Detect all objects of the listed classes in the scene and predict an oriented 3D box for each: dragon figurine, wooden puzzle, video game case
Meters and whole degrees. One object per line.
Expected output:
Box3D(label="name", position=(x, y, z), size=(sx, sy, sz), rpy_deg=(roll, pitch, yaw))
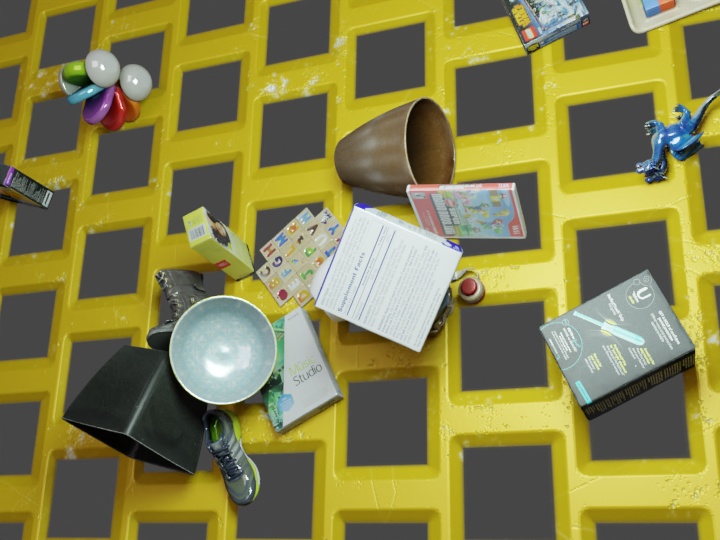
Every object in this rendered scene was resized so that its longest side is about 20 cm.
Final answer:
Box3D(label="dragon figurine", position=(0.565, -0.232, 1.506), size=(0.198, 0.059, 0.101), rpy_deg=(-28, 64, 11))
Box3D(label="wooden puzzle", position=(0.585, -0.562, 1.619), size=(0.197, 0.046, 0.188), rpy_deg=(-16, 67, 16))
Box3D(label="video game case", position=(0.194, -0.107, 1.565), size=(0.197, 0.144, 0.018), rpy_deg=(1, 56, 22))

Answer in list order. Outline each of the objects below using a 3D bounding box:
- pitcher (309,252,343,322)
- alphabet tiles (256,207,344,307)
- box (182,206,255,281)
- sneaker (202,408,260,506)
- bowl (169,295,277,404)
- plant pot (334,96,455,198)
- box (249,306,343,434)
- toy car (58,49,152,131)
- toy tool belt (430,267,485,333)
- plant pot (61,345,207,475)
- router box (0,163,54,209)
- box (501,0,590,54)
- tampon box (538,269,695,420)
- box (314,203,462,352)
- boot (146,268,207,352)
Box3D(label="pitcher", position=(0.000, 0.000, 1.592), size=(0.199, 0.172, 0.122), rpy_deg=(-41, 83, 3))
Box3D(label="alphabet tiles", position=(-0.114, -0.028, 1.739), size=(0.200, 0.006, 0.167), rpy_deg=(-42, 63, 4))
Box3D(label="box", position=(-0.276, -0.048, 1.702), size=(0.050, 0.200, 0.076), rpy_deg=(-24, 66, 9))
Box3D(label="sneaker", position=(-0.253, 0.350, 1.622), size=(0.073, 0.081, 0.202), rpy_deg=(-33, 63, 8))
Box3D(label="bowl", position=(-0.260, 0.154, 1.632), size=(0.197, 0.108, 0.204), rpy_deg=(2, 81, -10))
Box3D(label="plant pot", position=(0.053, -0.221, 1.658), size=(0.198, 0.186, 0.190), rpy_deg=(-5, 69, 35))
Box3D(label="box", position=(-0.133, 0.190, 1.654), size=(0.143, 0.036, 0.202), rpy_deg=(-32, 61, 10))
Box3D(label="toy car", position=(-0.585, -0.398, 1.956), size=(0.173, 0.199, 0.153), rpy_deg=(-7, 74, 39))
Box3D(label="toy tool belt", position=(0.120, 0.045, 1.553), size=(0.197, 0.123, 0.127), rpy_deg=(-17, 66, 15))
Box3D(label="plant pot", position=(-0.408, 0.256, 1.647), size=(0.197, 0.200, 0.180), rpy_deg=(3, 61, 36))
Box3D(label="router box", position=(-0.845, -0.209, 2.018), size=(0.197, 0.149, 0.052), rpy_deg=(13, 76, 26))
Box3D(label="box", position=(0.354, -0.544, 1.710), size=(0.135, 0.040, 0.203), rpy_deg=(-23, 65, 12))
Box3D(label="tampon box", position=(0.419, 0.125, 1.402), size=(0.198, 0.126, 0.151), rpy_deg=(-29, 64, 9))
Box3D(label="box", position=(0.048, 0.008, 1.458), size=(0.197, 0.105, 0.186), rpy_deg=(23, 101, 1))
Box3D(label="boot", position=(-0.369, 0.072, 1.715), size=(0.069, 0.198, 0.175), rpy_deg=(-49, 62, 30))
